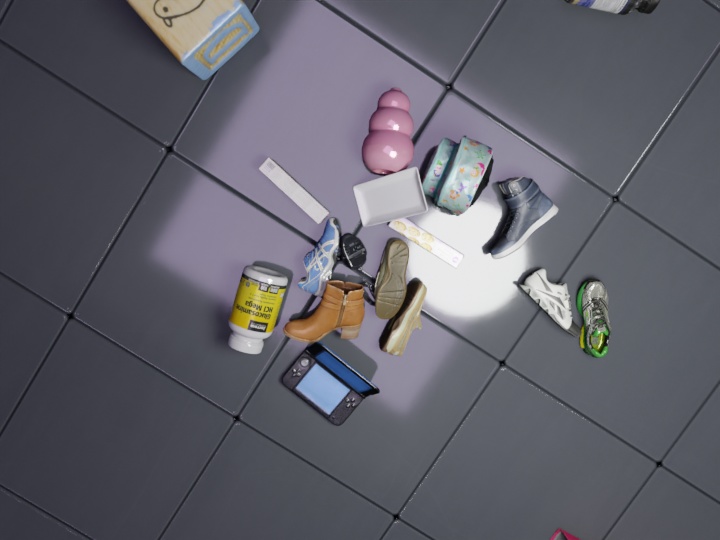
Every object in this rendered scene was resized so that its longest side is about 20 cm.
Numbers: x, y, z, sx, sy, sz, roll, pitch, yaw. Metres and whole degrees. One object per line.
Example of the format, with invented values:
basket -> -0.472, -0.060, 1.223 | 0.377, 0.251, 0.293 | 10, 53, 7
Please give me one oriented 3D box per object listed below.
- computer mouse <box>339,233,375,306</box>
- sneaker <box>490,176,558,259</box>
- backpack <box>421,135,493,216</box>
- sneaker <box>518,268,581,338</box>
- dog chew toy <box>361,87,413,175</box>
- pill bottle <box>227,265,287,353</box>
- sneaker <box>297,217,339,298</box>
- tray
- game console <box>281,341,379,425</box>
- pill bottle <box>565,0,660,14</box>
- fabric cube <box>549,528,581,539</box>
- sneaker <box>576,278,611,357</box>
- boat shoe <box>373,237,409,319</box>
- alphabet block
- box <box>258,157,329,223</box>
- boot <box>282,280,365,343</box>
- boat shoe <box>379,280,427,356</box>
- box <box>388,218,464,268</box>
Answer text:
computer mouse -> 0.000, 0.000, 1.464 | 0.059, 0.034, 0.200 | -27, 101, -22
sneaker -> 0.361, -0.137, 1.412 | 0.202, 0.077, 0.146 | -43, 106, -5
backpack -> 0.227, -0.221, 1.349 | 0.150, 0.200, 0.178 | 24, 97, -2
sneaker -> 0.493, 0.079, 1.445 | 0.089, 0.074, 0.200 | -43, 95, 7
dog chew toy -> 0.071, -0.331, 1.381 | 0.124, 0.125, 0.200 | 7, 89, -1
pill bottle -> -0.258, 0.096, 1.433 | 0.112, 0.112, 0.200 | 17, 97, -2
sneaker -> -0.099, -0.034, 1.434 | 0.077, 0.076, 0.200 | 14, 95, -6
tray -> 0.073, -0.174, 1.396 | 0.200, 0.022, 0.108 | -10, 99, 41
game console -> -0.079, 0.286, 1.451 | 0.200, 0.118, 0.171 | 39, 95, -3
pill bottle -> 0.583, -0.655, 1.340 | 0.200, 0.112, 0.112 | 11, 97, -1
fabric cube -> 0.569, 0.821, 1.471 | 0.199, 0.200, 0.196 | 29, 95, -5
sneaker -> 0.590, 0.119, 1.444 | 0.078, 0.085, 0.200 | -7, 96, 1
boat shoe -> 0.073, 0.021, 1.450 | 0.073, 0.063, 0.201 | 4, 100, -17
alphabet block -> -0.374, -0.584, 1.313 | 0.195, 0.196, 0.200 | -42, 95, 3
box -> -0.162, -0.196, 1.435 | 0.200, 0.039, 0.041 | 42, 97, -4
boot -> -0.088, 0.095, 1.426 | 0.200, 0.074, 0.155 | -2, 125, -12
boat shoe -> 0.122, 0.123, 1.464 | 0.076, 0.072, 0.200 | 24, 104, -17
box -> 0.161, -0.075, 1.439 | 0.200, 0.039, 0.041 | 33, 96, -3
